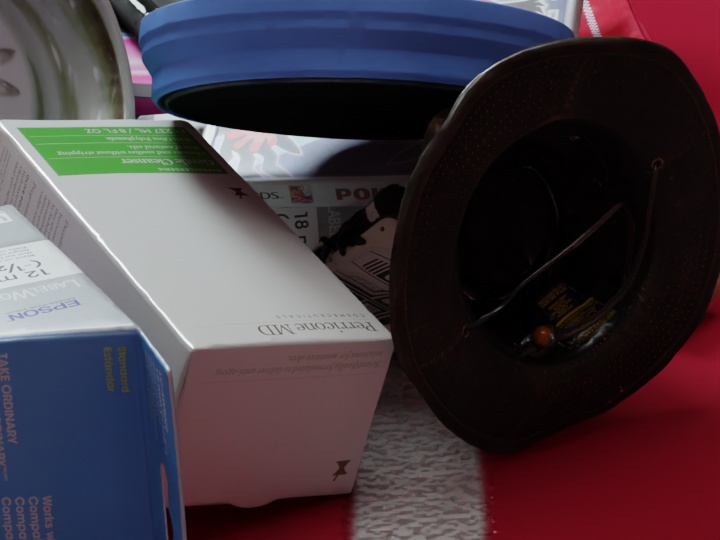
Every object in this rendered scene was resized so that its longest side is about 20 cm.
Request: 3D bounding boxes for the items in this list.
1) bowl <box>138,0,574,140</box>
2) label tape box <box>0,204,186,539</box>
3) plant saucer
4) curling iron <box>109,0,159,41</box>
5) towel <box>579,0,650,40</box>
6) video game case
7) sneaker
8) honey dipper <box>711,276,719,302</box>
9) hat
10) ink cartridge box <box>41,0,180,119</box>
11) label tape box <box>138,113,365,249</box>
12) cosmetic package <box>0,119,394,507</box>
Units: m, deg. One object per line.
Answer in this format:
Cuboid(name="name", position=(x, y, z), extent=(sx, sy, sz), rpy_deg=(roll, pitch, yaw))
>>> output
Cuboid(name="bowl", position=(-0.002, -0.090, 1.283), extent=(0.200, 0.040, 0.201), rpy_deg=(1, -6, 0))
Cuboid(name="label tape box", position=(-0.127, 0.074, 1.092), extent=(0.066, 0.144, 0.200), rpy_deg=(-11, 22, -19))
Cuboid(name="plant saucer", position=(-0.197, -0.100, 1.447), extent=(0.050, 0.201, 0.200), rpy_deg=(-15, 13, 34))
Cuboid(name="curling iron", position=(-0.112, -0.134, 1.534), extent=(0.026, 0.050, 0.200), rpy_deg=(-38, 43, -2))
Cuboid(name="towel", position=(0.054, -0.115, 1.501), extent=(0.199, 0.023, 0.145), rpy_deg=(-9, 25, 2))
Cuboid(name="video game case", position=(0.018, -0.104, 1.435), extent=(0.181, 0.023, 0.200), rpy_deg=(-1, 42, 12))
Cuboid(name="sneaker", position=(0.000, 0.000, 1.338), extent=(0.199, 0.088, 0.076), rpy_deg=(-5, 23, 0))
Cuboid(name="honey dipper", position=(0.194, -0.014, 1.418), extent=(0.038, 0.038, 0.200), rpy_deg=(12, 22, 34))
Cuboid(name="hat", position=(0.070, -0.025, 1.225), extent=(0.200, 0.201, 0.081), rpy_deg=(-16, 34, -29))
Cuboid(name="ink cartridge box", position=(-0.175, -0.121, 1.559), extent=(0.199, 0.037, 0.095), rpy_deg=(1, 39, -14))
Cuboid(name="label tape box", position=(-0.018, -0.040, 1.474), extent=(0.199, 0.064, 0.144), rpy_deg=(-5, 22, -1))
Cuboid(name="cosmetic package", position=(-0.084, 0.015, 1.238), extent=(0.107, 0.085, 0.200), rpy_deg=(-2, 31, -35))
